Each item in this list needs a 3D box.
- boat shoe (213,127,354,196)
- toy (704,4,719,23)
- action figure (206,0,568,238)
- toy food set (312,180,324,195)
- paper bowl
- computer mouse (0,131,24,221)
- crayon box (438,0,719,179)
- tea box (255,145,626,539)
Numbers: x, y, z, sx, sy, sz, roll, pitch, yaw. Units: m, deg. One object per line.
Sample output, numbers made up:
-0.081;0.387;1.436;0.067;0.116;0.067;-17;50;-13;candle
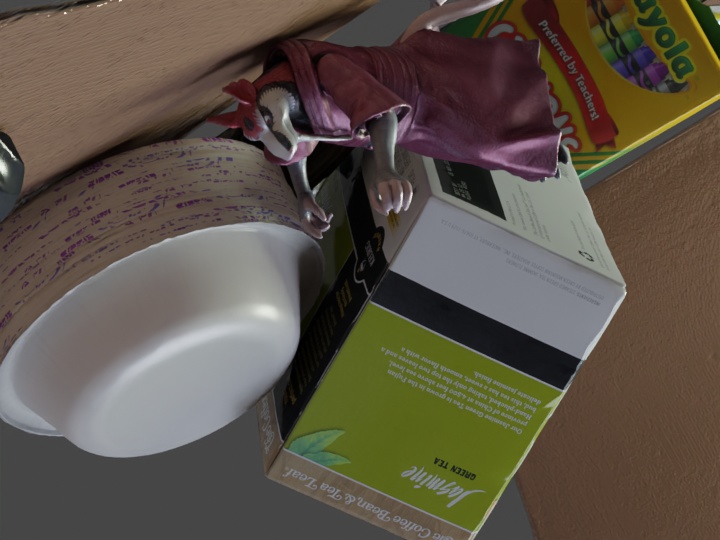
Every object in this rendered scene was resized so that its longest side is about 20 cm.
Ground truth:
-0.071;-0.047;1.689;0.200;0.072;0.068;-30;177;27;boat shoe
0.202;-0.152;1.986;0.199;0.047;0.115;1;177;19;toy
0.013;-0.093;1.466;0.199;0.150;0.134;4;175;-36;action figure
0.000;0.000;1.833;0.200;0.143;0.061;99;12;-48;toy food set
-0.113;0.026;1.569;0.200;0.105;0.201;-22;153;-12;paper bowl
-0.179;-0.030;1.181;0.058;0.034;0.200;-29;177;9;computer mouse
0.146;-0.135;1.798;0.199;0.127;0.051;-31;178;11;crayon box
0.036;0.021;1.662;0.197;0.133;0.200;-58;-162;20;tea box
